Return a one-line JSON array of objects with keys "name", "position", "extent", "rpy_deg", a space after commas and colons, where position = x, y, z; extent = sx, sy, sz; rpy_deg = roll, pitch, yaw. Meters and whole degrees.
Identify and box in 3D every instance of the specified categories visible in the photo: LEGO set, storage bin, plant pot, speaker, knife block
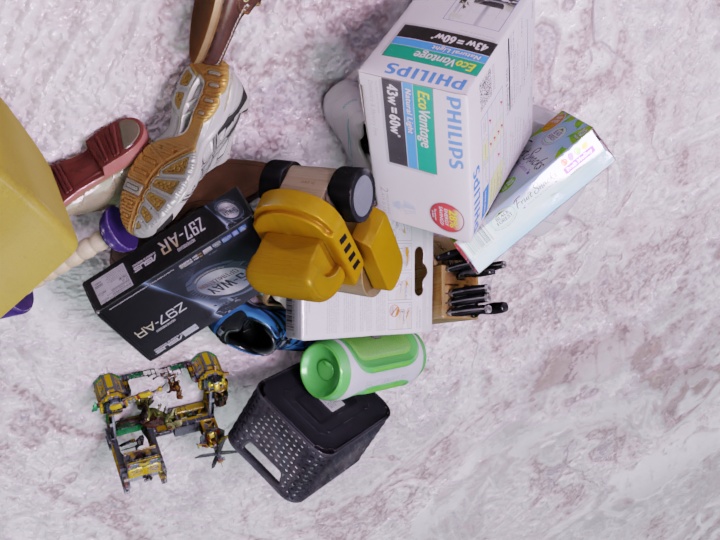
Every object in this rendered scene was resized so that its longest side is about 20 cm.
[{"name": "LEGO set", "position": [-0.248, 0.203, 1.324], "extent": [0.197, 0.116, 0.156], "rpy_deg": [-5, 131, -27]}, {"name": "storage bin", "position": [-0.065, 0.205, 1.374], "extent": [0.094, 0.135, 0.199], "rpy_deg": [-57, 162, 26]}, {"name": "plant pot", "position": [-0.383, -0.061, 0.953], "extent": [0.199, 0.201, 0.176], "rpy_deg": [-39, 143, 8]}, {"name": "speaker", "position": [0.007, 0.125, 1.394], "extent": [0.198, 0.089, 0.089], "rpy_deg": [-4, 134, -53]}, {"name": "knife block", "position": [0.114, 0.044, 1.352], "extent": [0.063, 0.177, 0.202], "rpy_deg": [4, 127, -32]}]

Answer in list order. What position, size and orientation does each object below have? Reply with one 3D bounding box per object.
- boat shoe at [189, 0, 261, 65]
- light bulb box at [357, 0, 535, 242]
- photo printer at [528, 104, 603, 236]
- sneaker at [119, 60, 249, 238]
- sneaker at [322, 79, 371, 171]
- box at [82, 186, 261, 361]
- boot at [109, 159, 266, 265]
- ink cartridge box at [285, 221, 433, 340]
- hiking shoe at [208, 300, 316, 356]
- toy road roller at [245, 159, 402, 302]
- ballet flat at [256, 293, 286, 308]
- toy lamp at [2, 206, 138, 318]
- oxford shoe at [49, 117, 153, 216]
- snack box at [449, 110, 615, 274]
[{"name": "boat shoe", "position": [-0.115, -0.289, 0.989], "extent": [0.069, 0.071, 0.202], "rpy_deg": [4, 126, -28]}, {"name": "light bulb box", "position": [0.100, -0.179, 1.109], "extent": [0.201, 0.123, 0.200], "rpy_deg": [-56, 151, -37]}, {"name": "photo printer", "position": [0.216, -0.131, 1.331], "extent": [0.197, 0.070, 0.168], "rpy_deg": [10, 122, -36]}, {"name": "sneaker", "position": [-0.174, -0.117, 1.069], "extent": [0.202, 0.075, 0.088], "rpy_deg": [-61, 155, -5]}, {"name": "sneaker", "position": [0.018, -0.130, 1.209], "extent": [0.070, 0.081, 0.201], "rpy_deg": [-35, 139, 1]}, {"name": "box", "position": [-0.190, 0.008, 1.152], "extent": [0.198, 0.044, 0.161], "rpy_deg": [-32, 154, -4]}, {"name": "boot", "position": [-0.194, -0.043, 1.179], "extent": [0.197, 0.071, 0.148], "rpy_deg": [-14, 141, -18]}, {"name": "ink cartridge box", "position": [0.000, 0.000, 1.286], "extent": [0.197, 0.050, 0.166], "rpy_deg": [-1, 93, -34]}, {"name": "hiking shoe", "position": [-0.121, 0.083, 1.313], "extent": [0.198, 0.087, 0.075], "rpy_deg": [17, 119, -40]}, {"name": "toy road roller", "position": [-0.048, -0.016, 1.107], "extent": [0.148, 0.121, 0.201], "rpy_deg": [-66, 150, -28]}, {"name": "ballet flat", "position": [-0.057, 0.034, 1.318], "extent": [0.198, 0.073, 0.068], "rpy_deg": [15, 124, -39]}, {"name": "toy lamp", "position": [-0.334, -0.003, 1.107], "extent": [0.198, 0.059, 0.058], "rpy_deg": [-29, 139, 17]}, {"name": "oxford shoe", "position": [-0.296, -0.077, 1.078], "extent": [0.198, 0.071, 0.075], "rpy_deg": [-31, 143, -1]}, {"name": "snack box", "position": [0.187, -0.095, 1.193], "extent": [0.199, 0.142, 0.053], "rpy_deg": [-39, 106, 8]}]
